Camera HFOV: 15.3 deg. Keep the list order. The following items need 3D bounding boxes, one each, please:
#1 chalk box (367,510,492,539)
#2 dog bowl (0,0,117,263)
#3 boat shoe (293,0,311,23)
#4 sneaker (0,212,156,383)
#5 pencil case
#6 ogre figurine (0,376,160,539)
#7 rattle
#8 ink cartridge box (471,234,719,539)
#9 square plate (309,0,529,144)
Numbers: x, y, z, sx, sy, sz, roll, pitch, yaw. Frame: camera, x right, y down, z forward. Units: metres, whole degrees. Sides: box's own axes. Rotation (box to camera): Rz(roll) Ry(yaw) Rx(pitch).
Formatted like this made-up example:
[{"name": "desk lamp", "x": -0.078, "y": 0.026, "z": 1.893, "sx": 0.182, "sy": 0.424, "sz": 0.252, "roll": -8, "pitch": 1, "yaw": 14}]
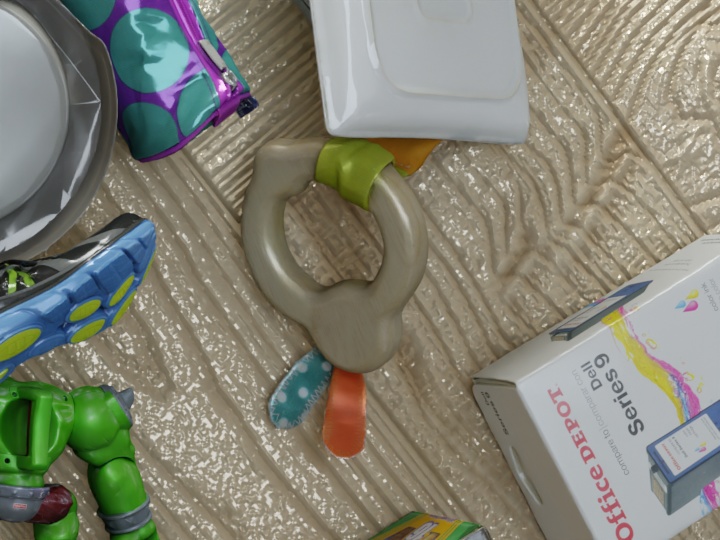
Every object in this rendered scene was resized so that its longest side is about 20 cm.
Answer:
[{"name": "chalk box", "x": 0.002, "y": 0.254, "z": 1.655, "sx": 0.200, "sy": 0.124, "sz": 0.125, "roll": -30, "pitch": 99, "yaw": -17}, {"name": "dog bowl", "x": -0.247, "y": -0.097, "z": 1.595, "sx": 0.200, "sy": 0.059, "sz": 0.200, "roll": -3, "pitch": 101, "yaw": -16}, {"name": "boat shoe", "x": -0.022, "y": -0.214, "z": 1.688, "sx": 0.071, "sy": 0.070, "sz": 0.200, "roll": -42, "pitch": 101, "yaw": -16}, {"name": "sneaker", "x": -0.203, "y": 0.013, "z": 1.559, "sx": 0.200, "sy": 0.071, "sz": 0.083, "roll": -30, "pitch": 62, "yaw": -25}, {"name": "pencil case", "x": -0.139, "y": -0.171, "z": 1.634, "sx": 0.085, "sy": 0.092, "sz": 0.200, "roll": -33, "pitch": 99, "yaw": -52}, {"name": "ogre figurine", "x": -0.206, "y": 0.122, "z": 1.602, "sx": 0.200, "sy": 0.098, "sz": 0.120, "roll": 9, "pitch": 97, "yaw": -8}, {"name": "rattle", "x": 0.000, "y": 0.000, "z": 1.712, "sx": 0.130, "sy": 0.143, "sz": 0.200, "roll": -7, "pitch": 108, "yaw": 12}, {"name": "ink cartridge box", "x": 0.194, "y": 0.085, "z": 1.746, "sx": 0.200, "sy": 0.088, "sz": 0.145, "roll": -30, "pitch": 98, "yaw": -16}, {"name": "square plate", "x": 0.039, "y": -0.180, "z": 1.674, "sx": 0.200, "sy": 0.028, "sz": 0.198, "roll": -1, "pitch": 83, "yaw": -51}]
